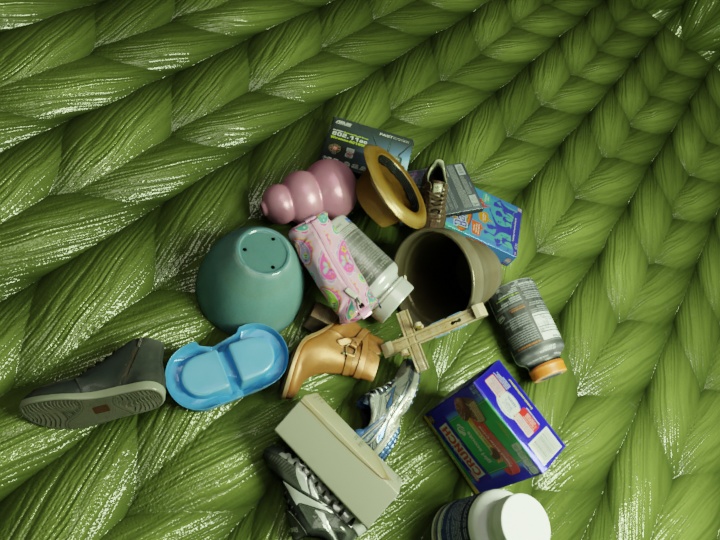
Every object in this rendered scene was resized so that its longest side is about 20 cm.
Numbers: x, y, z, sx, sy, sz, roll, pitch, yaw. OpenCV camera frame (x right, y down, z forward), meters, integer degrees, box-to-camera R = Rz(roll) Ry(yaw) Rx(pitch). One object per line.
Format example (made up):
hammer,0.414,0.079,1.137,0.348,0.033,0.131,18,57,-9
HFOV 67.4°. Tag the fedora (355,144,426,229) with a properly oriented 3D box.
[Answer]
fedora,0.049,-0.153,1.071,0.200,0.082,0.202,38,32,-28

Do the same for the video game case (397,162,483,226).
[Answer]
video game case,0.163,-0.176,1.227,0.198,0.019,0.144,-11,58,-9

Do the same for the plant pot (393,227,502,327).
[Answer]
plant pot,0.191,0.010,1.081,0.172,0.200,0.201,-8,63,-44

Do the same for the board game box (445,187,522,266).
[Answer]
board game box,0.276,-0.118,1.264,0.198,0.045,0.153,23,56,-7

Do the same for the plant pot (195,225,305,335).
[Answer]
plant pot,-0.182,0.001,0.950,0.198,0.135,0.202,11,58,-17

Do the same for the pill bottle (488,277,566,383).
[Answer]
pill bottle,0.348,0.126,1.114,0.105,0.106,0.202,-7,64,-26

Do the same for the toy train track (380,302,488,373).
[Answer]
toy train track,0.127,0.105,0.953,0.198,0.033,0.116,-24,68,9

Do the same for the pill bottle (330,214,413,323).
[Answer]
pill bottle,0.000,0.000,1.038,0.200,0.114,0.114,43,55,7

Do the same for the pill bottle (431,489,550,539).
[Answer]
pill bottle,0.198,0.402,0.830,0.110,0.200,0.112,10,57,-16

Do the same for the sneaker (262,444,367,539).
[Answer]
sneaker,-0.087,0.356,0.821,0.200,0.067,0.091,41,62,8

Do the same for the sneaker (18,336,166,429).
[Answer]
sneaker,-0.393,0.167,0.812,0.197,0.075,0.107,-6,41,-11

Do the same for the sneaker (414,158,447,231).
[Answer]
sneaker,0.152,-0.152,1.154,0.070,0.076,0.202,5,56,1

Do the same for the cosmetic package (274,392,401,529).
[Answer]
cosmetic package,-0.032,0.288,0.841,0.200,0.104,0.073,42,87,10

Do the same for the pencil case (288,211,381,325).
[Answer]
pencil case,-0.045,-0.002,0.946,0.087,0.087,0.201,-28,86,-33

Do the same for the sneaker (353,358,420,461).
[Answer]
sneaker,0.042,0.230,0.946,0.085,0.077,0.201,29,54,1

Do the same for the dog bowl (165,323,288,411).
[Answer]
dog bowl,-0.216,0.162,0.885,0.198,0.050,0.112,-18,67,-26

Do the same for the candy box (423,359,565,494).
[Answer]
candy box,0.215,0.271,0.915,0.077,0.200,0.170,-28,73,-31

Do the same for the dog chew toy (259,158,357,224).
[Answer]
dog chew toy,-0.106,-0.149,1.085,0.198,0.125,0.125,-20,70,-21

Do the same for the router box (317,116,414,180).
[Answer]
router box,0.011,-0.248,1.204,0.198,0.062,0.151,16,55,-2

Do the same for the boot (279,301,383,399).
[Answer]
boot,-0.046,0.163,0.951,0.154,0.074,0.201,30,57,-8
